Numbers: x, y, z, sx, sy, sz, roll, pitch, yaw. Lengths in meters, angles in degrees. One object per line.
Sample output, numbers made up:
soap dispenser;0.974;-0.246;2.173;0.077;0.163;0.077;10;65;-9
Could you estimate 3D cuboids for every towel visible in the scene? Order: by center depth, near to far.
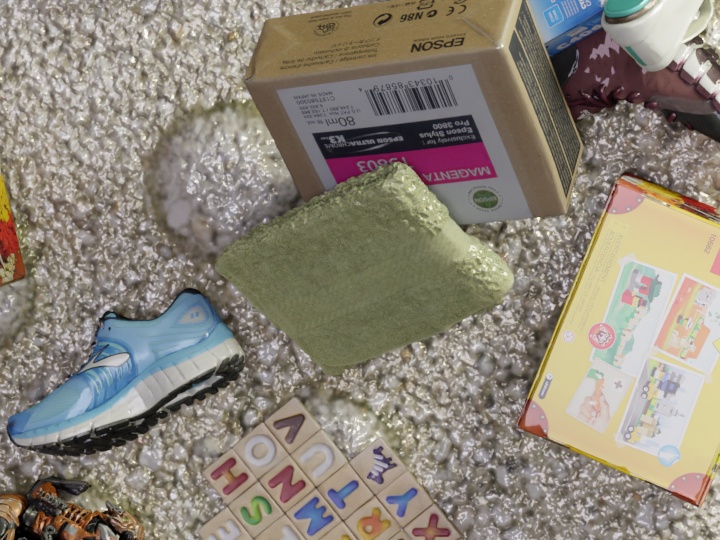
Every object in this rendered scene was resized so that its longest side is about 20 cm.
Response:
towel;0.000;0.000;1.625;0.200;0.037;0.148;-26;121;38

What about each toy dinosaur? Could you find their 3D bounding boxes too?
toy dinosaur;-0.272;0.225;1.739;0.199;0.102;0.136;-9;56;30

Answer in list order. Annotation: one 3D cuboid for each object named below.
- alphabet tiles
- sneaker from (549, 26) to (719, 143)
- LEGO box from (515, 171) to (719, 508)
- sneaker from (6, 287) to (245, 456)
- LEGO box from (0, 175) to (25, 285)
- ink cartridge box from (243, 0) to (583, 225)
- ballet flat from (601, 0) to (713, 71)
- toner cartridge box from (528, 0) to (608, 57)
alphabet tiles;-0.025;0.205;1.724;0.167;0.008;0.200;-39;89;13
sneaker;0.205;-0.127;1.609;0.116;0.076;0.200;-44;77;18
LEGO box;0.221;0.049;1.619;0.148;0.077;0.201;23;101;7
sneaker;-0.188;0.080;1.718;0.199;0.078;0.090;-27;73;10
LEGO box;-0.381;-0.040;1.717;0.199;0.077;0.150;-12;93;12
ink cartridge box;0.040;-0.110;1.576;0.199;0.075;0.165;-6;133;24
ballet flat;0.237;-0.215;1.561;0.069;0.069;0.200;36;61;4
toner cartridge box;0.108;-0.254;1.589;0.095;0.043;0.201;-28;78;28
